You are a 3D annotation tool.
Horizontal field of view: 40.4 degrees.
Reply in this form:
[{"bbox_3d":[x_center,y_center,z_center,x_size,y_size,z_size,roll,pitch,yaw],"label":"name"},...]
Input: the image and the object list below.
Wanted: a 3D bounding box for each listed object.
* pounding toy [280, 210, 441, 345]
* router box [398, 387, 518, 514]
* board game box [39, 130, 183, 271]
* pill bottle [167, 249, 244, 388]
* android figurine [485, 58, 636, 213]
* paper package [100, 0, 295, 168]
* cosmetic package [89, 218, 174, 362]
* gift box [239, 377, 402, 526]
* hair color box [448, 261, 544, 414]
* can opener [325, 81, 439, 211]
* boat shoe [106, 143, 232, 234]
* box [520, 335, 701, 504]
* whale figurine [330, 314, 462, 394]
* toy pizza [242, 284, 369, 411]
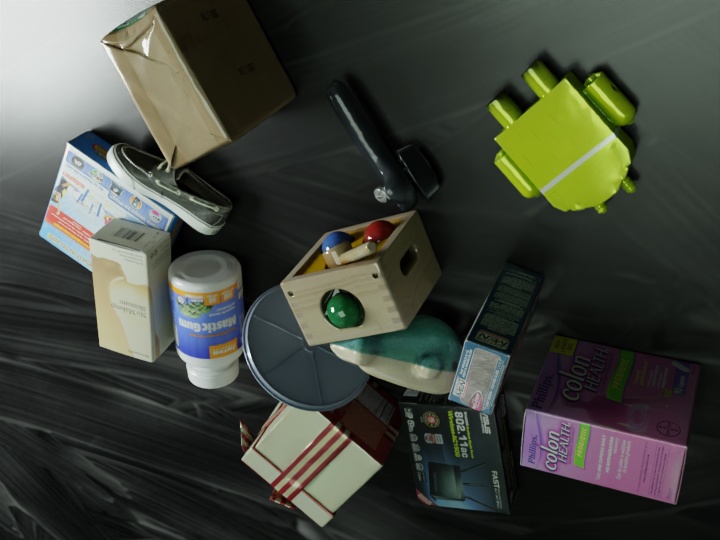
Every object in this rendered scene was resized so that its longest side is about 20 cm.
[{"bbox_3d":[0.000,0.000,1.302,0.183,0.200,0.143,-12,112,30],"label":"pounding toy"},{"bbox_3d":[0.150,0.267,1.475,0.149,0.062,0.201,0,118,24],"label":"router box"},{"bbox_3d":[-0.385,-0.081,1.526,0.199,0.056,0.196,35,127,3],"label":"board game box"},{"bbox_3d":[-0.234,0.079,1.515,0.111,0.112,0.201,11,122,19],"label":"pill bottle"},{"bbox_3d":[0.251,-0.156,1.192,0.200,0.041,0.182,45,127,-4],"label":"android figurine"},{"bbox_3d":[-0.199,-0.257,1.246,0.103,0.200,0.191,-19,108,32],"label":"paper package"},{"bbox_3d":[-0.347,0.031,1.494,0.104,0.071,0.201,13,123,16],"label":"cosmetic package"},{"bbox_3d":[-0.066,0.246,1.499,0.200,0.185,0.187,42,118,2],"label":"gift box"},{"bbox_3d":[0.179,0.084,1.267,0.060,0.200,0.101,20,125,13],"label":"hair color box"},{"bbox_3d":[0.019,-0.164,1.295,0.200,0.079,0.063,51,165,-5],"label":"can opener"},{"bbox_3d":[-0.277,-0.135,1.440,0.199,0.071,0.064,33,128,-6],"label":"boat shoe"},{"bbox_3d":[0.328,0.188,1.274,0.199,0.176,0.097,11,123,20],"label":"box"},{"bbox_3d":[0.057,0.106,1.360,0.159,0.199,0.105,12,86,54],"label":"whale figurine"},{"bbox_3d":[-0.077,0.110,1.412,0.200,0.200,0.032,39,145,-1],"label":"toy pizza"}]
